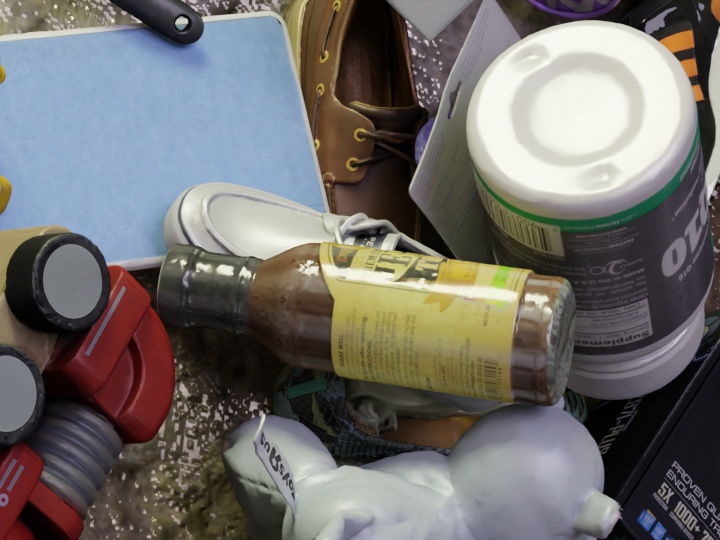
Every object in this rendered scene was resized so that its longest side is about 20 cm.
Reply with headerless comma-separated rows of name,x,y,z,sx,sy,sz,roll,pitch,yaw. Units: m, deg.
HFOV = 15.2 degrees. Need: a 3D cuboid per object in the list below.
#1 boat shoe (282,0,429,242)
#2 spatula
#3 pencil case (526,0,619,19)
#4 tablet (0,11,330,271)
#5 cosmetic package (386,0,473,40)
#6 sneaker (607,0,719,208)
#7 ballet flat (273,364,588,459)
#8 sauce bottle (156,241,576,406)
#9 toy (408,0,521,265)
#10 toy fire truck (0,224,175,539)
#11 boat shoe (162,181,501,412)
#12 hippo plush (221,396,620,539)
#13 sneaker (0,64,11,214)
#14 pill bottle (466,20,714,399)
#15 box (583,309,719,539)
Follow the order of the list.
boat shoe,0.000,-0.067,1.434,0.072,0.067,0.202,5,70,-30
spatula,-0.166,-0.173,1.377,0.199,0.021,0.057,33,92,-6
pencil case,0.148,-0.236,1.568,0.086,0.083,0.201,75,32,-44
tablet,-0.117,-0.064,1.376,0.199,0.014,0.131,-8,77,-24
cosmetic package,0.047,-0.196,1.426,0.071,0.101,0.200,44,12,-10
sneaker,0.169,-0.104,1.563,0.089,0.070,0.201,19,62,-8
ballet flat,0.052,0.071,1.416,0.199,0.074,0.075,0,72,-32
sauce bottle,0.001,0.021,1.284,0.198,0.065,0.065,8,62,12
toy,0.064,-0.050,1.426,0.200,0.047,0.116,48,58,-55
toy fire truck,-0.131,0.100,1.274,0.200,0.128,0.177,46,57,-31
boat shoe,0.000,0.000,1.350,0.199,0.065,0.074,22,54,-9
hippo plush,0.032,0.109,1.305,0.160,0.201,0.160,-24,47,-12
sneaker,-0.220,-0.109,1.310,0.082,0.078,0.202,-8,86,-29
pill bottle,0.121,-0.024,1.360,0.112,0.200,0.114,-5,58,8
box,0.205,0.149,1.458,0.200,0.086,0.164,50,54,-14
